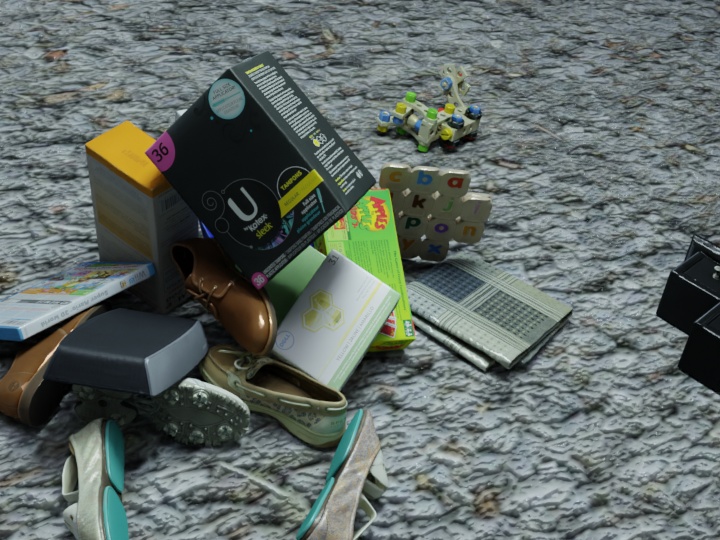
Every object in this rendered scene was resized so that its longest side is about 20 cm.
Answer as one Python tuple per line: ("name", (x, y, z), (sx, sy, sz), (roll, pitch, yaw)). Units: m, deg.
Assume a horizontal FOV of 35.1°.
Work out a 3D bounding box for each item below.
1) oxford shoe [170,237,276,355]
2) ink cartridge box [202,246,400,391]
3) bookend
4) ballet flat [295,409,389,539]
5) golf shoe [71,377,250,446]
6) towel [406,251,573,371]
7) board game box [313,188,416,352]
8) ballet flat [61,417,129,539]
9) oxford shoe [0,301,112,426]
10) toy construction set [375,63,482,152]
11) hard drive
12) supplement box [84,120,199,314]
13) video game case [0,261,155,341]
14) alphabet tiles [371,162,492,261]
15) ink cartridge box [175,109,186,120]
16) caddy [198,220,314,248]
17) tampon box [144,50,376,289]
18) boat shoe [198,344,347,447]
("oxford shoe", (-0.161, 0.031, 1.307), (0.070, 0.072, 0.200), (4, 29, -41))
("ink cartridge box", (-0.071, 0.037, 1.362), (0.198, 0.048, 0.146), (34, 73, 6))
("bookend", (0.481, 0.064, 1.545), (0.199, 0.093, 0.197), (34, 40, 30))
("ballet flat", (-0.009, 0.232, 1.199), (0.067, 0.068, 0.201), (32, 41, -3))
("golf shoe", (-0.214, 0.132, 1.261), (0.196, 0.079, 0.098), (12, 28, -2))
("towel", (0.163, 0.055, 1.525), (0.198, 0.035, 0.192), (28, 35, 26))
("board game box", (0.000, 0.000, 1.440), (0.100, 0.048, 0.204), (-3, 71, -21))
("ballet flat", (-0.265, 0.230, 1.130), (0.061, 0.068, 0.201), (-21, 34, 2))
("oxford shoe", (-0.345, 0.092, 1.282), (0.070, 0.072, 0.200), (12, 33, 16))
("toy construction set", (0.130, -0.268, 1.923), (0.130, 0.093, 0.200), (29, 49, 24))
("hard drive", (-0.247, 0.084, 1.236), (0.132, 0.043, 0.200), (8, 11, 8))
("supplement box", (-0.264, -0.064, 1.402), (0.125, 0.202, 0.073), (33, 49, 27))
("video game case", (-0.360, 0.033, 1.346), (0.141, 0.018, 0.199), (0, 22, 41))
("alphabet tiles", (0.074, -0.078, 1.535), (0.196, 0.197, 0.015), (6, 55, -4))
("ink cartridge box", (-0.162, -0.188, 1.715), (0.198, 0.085, 0.146), (-16, 43, -34))
("caddy", (-0.136, -0.042, 1.502), (0.139, 0.106, 0.201), (-21, 37, -10))
("tampon box", (-0.110, -0.116, 1.281), (0.201, 0.149, 0.126), (49, 24, -4))
("boat shoe", (-0.098, 0.128, 1.305), (0.198, 0.064, 0.073), (24, 37, 19))
